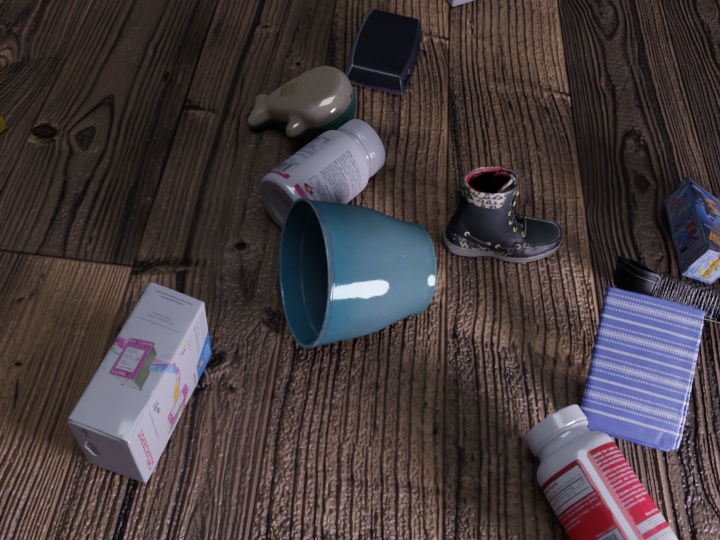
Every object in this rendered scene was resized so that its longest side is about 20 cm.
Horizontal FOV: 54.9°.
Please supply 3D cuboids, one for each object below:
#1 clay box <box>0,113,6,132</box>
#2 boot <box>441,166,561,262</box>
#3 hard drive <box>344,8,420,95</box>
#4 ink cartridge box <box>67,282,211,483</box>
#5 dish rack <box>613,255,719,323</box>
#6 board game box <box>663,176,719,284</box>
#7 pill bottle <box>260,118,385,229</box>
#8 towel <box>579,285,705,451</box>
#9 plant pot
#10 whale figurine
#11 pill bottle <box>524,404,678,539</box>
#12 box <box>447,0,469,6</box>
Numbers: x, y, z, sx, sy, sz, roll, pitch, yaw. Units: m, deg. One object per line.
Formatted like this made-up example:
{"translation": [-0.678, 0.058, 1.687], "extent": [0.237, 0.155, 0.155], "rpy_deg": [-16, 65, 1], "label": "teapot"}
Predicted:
{"translation": [-0.698, -0.209, 1.135], "extent": [0.113, 0.048, 0.202], "rpy_deg": [23, 56, 11], "label": "clay box"}
{"translation": [0.236, -0.086, 1.081], "extent": [0.197, 0.155, 0.075], "rpy_deg": [1, 55, -5], "label": "boot"}
{"translation": [0.048, -0.436, 1.364], "extent": [0.131, 0.043, 0.204], "rpy_deg": [14, 56, 4], "label": "hard drive"}
{"translation": [-0.271, 0.145, 0.882], "extent": [0.083, 0.146, 0.203], "rpy_deg": [19, 56, 6], "label": "ink cartridge box"}
{"translation": [0.484, 0.038, 1.037], "extent": [0.195, 0.056, 0.153], "rpy_deg": [16, 12, 5], "label": "dish rack"}
{"translation": [0.575, -0.031, 1.100], "extent": [0.198, 0.062, 0.200], "rpy_deg": [37, 41, 3], "label": "board game box"}
{"translation": [-0.057, -0.153, 1.121], "extent": [0.113, 0.114, 0.199], "rpy_deg": [39, 61, 20], "label": "pill bottle"}
{"translation": [0.391, 0.138, 0.969], "extent": [0.141, 0.024, 0.206], "rpy_deg": [13, 89, 6], "label": "towel"}
{"translation": [0.000, 0.000, 0.989], "extent": [0.183, 0.202, 0.204], "rpy_deg": [-3, 54, -26], "label": "plant pot"}
{"translation": [-0.100, -0.281, 1.229], "extent": [0.195, 0.104, 0.162], "rpy_deg": [-7, 53, 20], "label": "whale figurine"}
{"translation": [0.293, 0.279, 0.869], "extent": [0.110, 0.113, 0.203], "rpy_deg": [-18, 60, -17], "label": "pill bottle"}
{"translation": [0.262, -0.685, 1.485], "extent": [0.196, 0.154, 0.107], "rpy_deg": [-23, 61, -20], "label": "box"}
